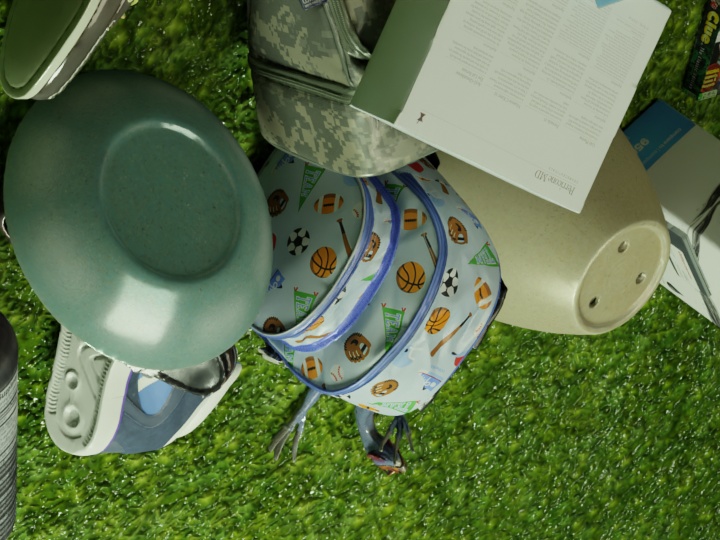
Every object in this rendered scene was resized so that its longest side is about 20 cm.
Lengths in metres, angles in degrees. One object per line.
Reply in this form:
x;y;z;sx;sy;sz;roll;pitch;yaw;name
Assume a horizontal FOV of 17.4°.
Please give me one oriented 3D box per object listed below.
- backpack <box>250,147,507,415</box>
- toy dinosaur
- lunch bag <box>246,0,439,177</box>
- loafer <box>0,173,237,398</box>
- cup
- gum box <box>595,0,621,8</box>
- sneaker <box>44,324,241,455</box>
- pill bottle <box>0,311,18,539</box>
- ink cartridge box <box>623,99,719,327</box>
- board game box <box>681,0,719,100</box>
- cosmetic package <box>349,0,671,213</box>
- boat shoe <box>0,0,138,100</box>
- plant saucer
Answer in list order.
0.000;0.000;1.636;0.154;0.190;0.201;13;112;-50;backpack
0.023;0.083;1.824;0.201;0.105;0.182;-57;165;-12;toy dinosaur
0.022;-0.175;1.563;0.199;0.139;0.169;-25;119;-32;lunch bag
-0.162;0.016;1.504;0.072;0.063;0.200;-39;106;19;loafer
0.155;-0.030;1.810;0.200;0.143;0.201;-28;139;-27;cup
0.185;-0.279;1.542;0.200;0.044;0.171;-32;102;-52;gum box
-0.134;0.035;1.630;0.146;0.080;0.201;-8;123;-53;sneaker
-0.271;0.086;1.498;0.106;0.106;0.201;-21;134;-33;pill bottle
0.297;-0.026;1.914;0.084;0.200;0.145;-41;142;-12;ink cartridge box
0.356;-0.208;1.968;0.199;0.023;0.105;-17;130;-37;board game box
0.100;-0.138;1.514;0.200;0.052;0.152;22;91;-46;cosmetic package
-0.151;-0.188;1.416;0.060;0.072;0.202;17;106;-47;boat shoe
-0.129;-0.039;1.482;0.200;0.202;0.039;-11;169;-40;plant saucer
